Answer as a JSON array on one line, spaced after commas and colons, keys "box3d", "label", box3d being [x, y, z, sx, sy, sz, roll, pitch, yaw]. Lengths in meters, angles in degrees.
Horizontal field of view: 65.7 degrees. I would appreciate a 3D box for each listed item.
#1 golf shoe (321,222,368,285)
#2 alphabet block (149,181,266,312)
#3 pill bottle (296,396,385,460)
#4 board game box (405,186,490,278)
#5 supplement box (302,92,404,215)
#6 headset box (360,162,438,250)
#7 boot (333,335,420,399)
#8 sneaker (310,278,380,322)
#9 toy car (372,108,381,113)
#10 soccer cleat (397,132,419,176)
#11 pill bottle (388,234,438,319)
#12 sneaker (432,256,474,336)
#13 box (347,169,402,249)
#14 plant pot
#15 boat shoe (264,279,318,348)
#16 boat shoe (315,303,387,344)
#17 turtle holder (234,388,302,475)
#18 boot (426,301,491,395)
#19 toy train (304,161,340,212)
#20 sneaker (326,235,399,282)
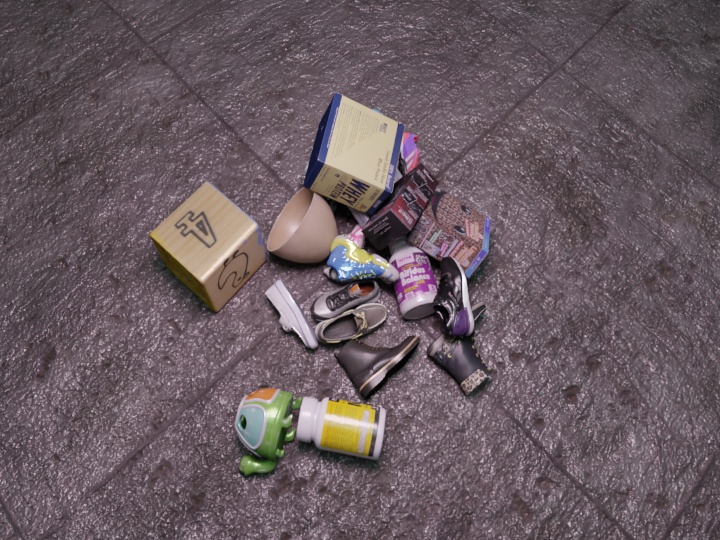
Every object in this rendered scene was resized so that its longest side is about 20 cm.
[{"box3d": [-0.033, -0.064, 1.499, 0.089, 0.073, 0.204, 22, 65, 7], "label": "golf shoe"}, {"box3d": [-0.377, -0.057, 1.411, 0.194, 0.197, 0.201, 36, 68, 16], "label": "alphabet block"}, {"box3d": [-0.044, 0.357, 1.279, 0.192, 0.115, 0.118, 10, 64, 1], "label": "pill bottle"}, {"box3d": [0.233, -0.107, 1.465, 0.195, 0.098, 0.161, 29, 38, -6], "label": "board game box"}, {"box3d": [-0.016, -0.284, 1.382, 0.194, 0.134, 0.207, 20, 65, -16], "label": "supplement box"}, {"box3d": [0.095, -0.153, 1.410, 0.077, 0.148, 0.202, 41, 57, -12], "label": "headset box"}, {"box3d": [0.041, 0.196, 1.385, 0.198, 0.078, 0.138, -38, 67, -20], "label": "boot"}, {"box3d": [-0.040, 0.068, 1.435, 0.194, 0.080, 0.076, -21, 69, -11], "label": "sneaker"}, {"box3d": [0.014, -0.316, 1.593, 0.176, 0.183, 0.203, -40, 101, -20], "label": "toy car"}, {"box3d": [0.145, -0.320, 1.634, 0.070, 0.069, 0.207, -1, 63, -8], "label": "soccer cleat"}, {"box3d": [0.134, 0.012, 1.452, 0.108, 0.113, 0.206, -11, 66, -8], "label": "pill bottle"}, {"box3d": [0.214, 0.059, 1.361, 0.084, 0.076, 0.207, 0, 64, -23], "label": "sneaker"}, {"box3d": [0.068, -0.177, 1.517, 0.199, 0.041, 0.158, -41, 98, -37], "label": "box"}, {"box3d": [-0.134, -0.100, 1.463, 0.133, 0.198, 0.205, 35, 62, -26], "label": "plant pot"}, {"box3d": [-0.176, 0.121, 1.413, 0.064, 0.074, 0.203, -34, 67, -1], "label": "boat shoe"}, {"box3d": [-0.016, 0.135, 1.401, 0.195, 0.060, 0.075, -17, 91, -13], "label": "boat shoe"}, {"box3d": [-0.216, 0.357, 1.270, 0.127, 0.191, 0.142, 14, 32, 4], "label": "turtle holder"}, {"box3d": [0.280, 0.192, 1.403, 0.202, 0.074, 0.154, -38, 77, -19], "label": "boot"}, {"box3d": [-0.093, -0.244, 1.517, 0.083, 0.204, 0.116, 16, 52, 19], "label": "toy train"}, {"box3d": [0.000, 0.000, 1.413, 0.196, 0.076, 0.107, 30, 84, 15], "label": "sneaker"}]
